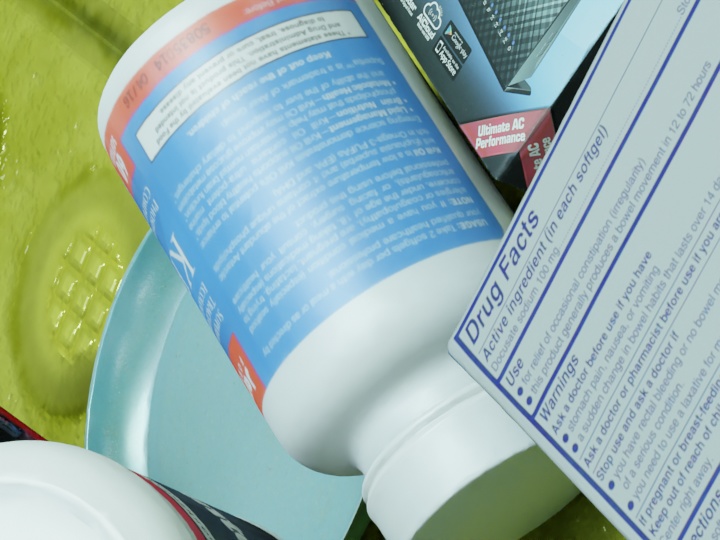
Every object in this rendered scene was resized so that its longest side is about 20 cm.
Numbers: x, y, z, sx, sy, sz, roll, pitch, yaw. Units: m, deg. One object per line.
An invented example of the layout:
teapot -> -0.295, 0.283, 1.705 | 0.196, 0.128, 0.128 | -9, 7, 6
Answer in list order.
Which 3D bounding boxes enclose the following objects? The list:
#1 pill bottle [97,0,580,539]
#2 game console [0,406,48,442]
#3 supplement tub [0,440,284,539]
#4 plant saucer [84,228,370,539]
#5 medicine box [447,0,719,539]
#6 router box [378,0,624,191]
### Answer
pill bottle -> 0.000, 0.000, 0.991 | 0.112, 0.112, 0.200 | -48, 61, 32
game console -> -0.175, 0.118, 1.165 | 0.200, 0.119, 0.173 | -6, 81, 61
supplement tub -> -0.081, 0.141, 0.955 | 0.140, 0.200, 0.141 | -5, 75, 18
plant saucer -> -0.042, 0.051, 1.122 | 0.200, 0.027, 0.200 | -19, 65, 48
medicine box -> 0.145, 0.002, 0.831 | 0.200, 0.103, 0.182 | 47, 116, 49
router box -> 0.070, -0.138, 1.006 | 0.150, 0.062, 0.200 | -55, 42, 24
